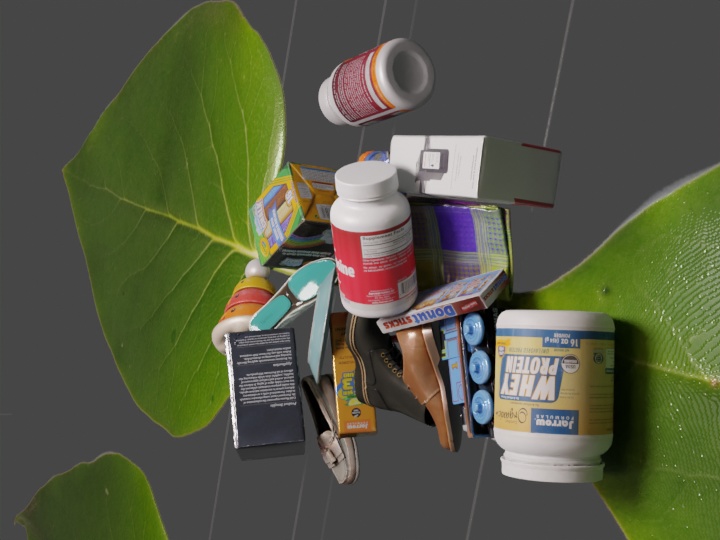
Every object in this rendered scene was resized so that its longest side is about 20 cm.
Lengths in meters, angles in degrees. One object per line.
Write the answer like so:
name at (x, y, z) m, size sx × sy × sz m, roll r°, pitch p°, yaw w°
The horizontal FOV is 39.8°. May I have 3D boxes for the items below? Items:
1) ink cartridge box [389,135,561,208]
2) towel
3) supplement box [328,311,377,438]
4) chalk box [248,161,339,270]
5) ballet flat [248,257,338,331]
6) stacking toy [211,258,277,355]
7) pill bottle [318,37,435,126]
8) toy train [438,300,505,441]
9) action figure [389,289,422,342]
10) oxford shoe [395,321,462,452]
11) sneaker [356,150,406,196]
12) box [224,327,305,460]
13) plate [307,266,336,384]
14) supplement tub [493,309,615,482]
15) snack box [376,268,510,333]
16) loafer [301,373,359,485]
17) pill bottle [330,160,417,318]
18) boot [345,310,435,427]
ink cartridge box at (0.152, -0.138, 1.374) m, size 0.200 × 0.145 × 0.084 m, roll 11°, pitch 96°, yaw 55°
towel at (0.123, -0.031, 1.411) m, size 0.200 × 0.023 × 0.144 m, roll 8°, pitch 114°, yaw 35°
supplement box at (-0.012, 0.169, 1.624) m, size 0.069 × 0.066 × 0.200 m, roll 98°, pitch 167°, yaw -77°
chalk box at (-0.113, -0.081, 1.766) m, size 0.200 × 0.125 × 0.124 m, roll -41°, pitch 54°, yaw 43°
ballet flat at (-0.114, 0.052, 1.778) m, size 0.200 × 0.069 × 0.069 m, roll -41°, pitch 45°, yaw 1°
stacking toy at (-0.205, 0.063, 1.906) m, size 0.146 × 0.146 × 0.200 m, roll -46°, pitch 34°, yaw 42°
pill bottle at (0.020, -0.297, 1.610) m, size 0.200 × 0.113 × 0.113 m, roll -8°, pitch 80°, yaw 54°
toy train at (0.169, 0.138, 1.376) m, size 0.114 × 0.087 × 0.200 m, roll -27°, pitch 66°, yaw 61°
action figure at (0.106, 0.057, 1.500) m, size 0.065 × 0.052 × 0.200 m, roll 54°, pitch 127°, yaw 27°
oxford shoe at (0.101, 0.168, 1.442) m, size 0.071 × 0.071 × 0.200 m, roll -15°, pitch 90°, yaw 19°
sneaker at (0.035, -0.103, 1.604) m, size 0.078 × 0.075 × 0.200 m, roll -15°, pitch 76°, yaw 50°
box at (-0.164, 0.220, 1.739) m, size 0.200 × 0.124 × 0.197 m, roll 102°, pitch 163°, yaw -73°
plate at (-0.066, 0.090, 1.670) m, size 0.200 × 0.026 × 0.201 m, roll -172°, pitch 90°, yaw -90°
supplement tub at (0.237, 0.150, 1.219) m, size 0.145 × 0.144 × 0.200 m, roll -4°, pitch 83°, yaw 55°
snack box at (0.113, 0.044, 1.392) m, size 0.200 × 0.072 × 0.024 m, roll -18°, pitch 108°, yaw 46°
loafer at (-0.057, 0.271, 1.696) m, size 0.072 × 0.063 × 0.200 m, roll -44°, pitch 52°, yaw 43°
pill bottle at (0.018, -0.044, 1.386) m, size 0.112 × 0.112 × 0.200 m, roll 33°, pitch 137°, yaw 52°
boot at (0.057, 0.133, 1.494) m, size 0.138 × 0.077 × 0.200 m, roll 18°, pitch 133°, yaw 36°
